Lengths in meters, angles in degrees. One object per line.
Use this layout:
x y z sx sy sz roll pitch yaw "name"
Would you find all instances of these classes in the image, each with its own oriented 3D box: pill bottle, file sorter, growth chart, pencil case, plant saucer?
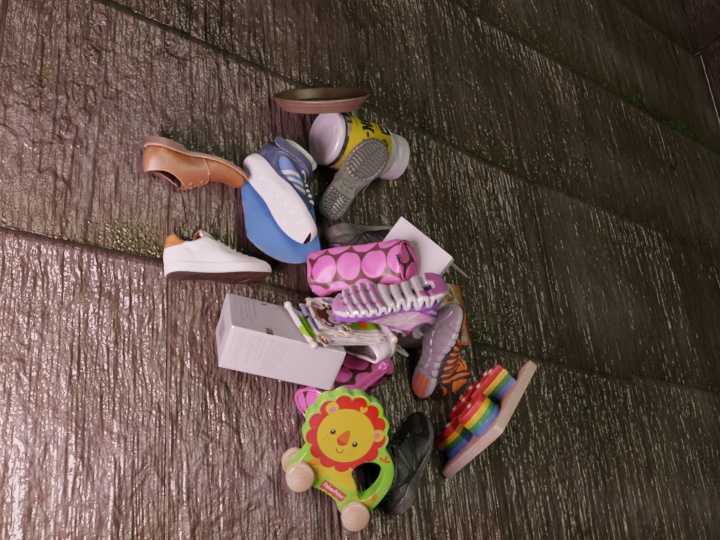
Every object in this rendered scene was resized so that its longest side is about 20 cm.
0.000 -0.255 1.743 0.197 0.114 0.116 10 61 -39 "pill bottle"
0.085 0.036 1.563 0.138 0.201 0.124 40 5 33 "file sorter"
-0.033 0.085 1.410 0.197 0.018 0.145 1 32 -38 "growth chart"
0.000 0.000 1.495 0.091 0.197 0.096 33 54 -56 "pencil case"
-0.021 0.200 1.478 0.199 0.093 0.092 -35 97 -47 "pencil case"
-0.077 -0.341 1.687 0.199 0.198 0.030 -22 119 -46 "plant saucer"

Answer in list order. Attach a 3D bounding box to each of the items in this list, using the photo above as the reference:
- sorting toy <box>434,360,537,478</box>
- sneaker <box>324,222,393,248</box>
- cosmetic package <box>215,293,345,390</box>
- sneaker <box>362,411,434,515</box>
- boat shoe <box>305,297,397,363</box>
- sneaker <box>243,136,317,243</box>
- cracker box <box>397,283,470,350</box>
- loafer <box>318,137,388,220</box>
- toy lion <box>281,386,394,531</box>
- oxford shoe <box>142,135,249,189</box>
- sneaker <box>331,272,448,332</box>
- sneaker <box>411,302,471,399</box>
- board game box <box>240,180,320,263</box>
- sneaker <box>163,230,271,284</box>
0.229 0.270 1.617 0.069 0.199 0.200 39 44 3 "sorting toy"
0.025 -0.030 1.662 0.197 0.076 0.116 0 69 -39 "sneaker"
-0.132 0.117 1.378 0.196 0.082 0.113 13 24 -20 "cosmetic package"
0.065 0.323 1.514 0.114 0.076 0.201 45 50 -23 "sneaker"
-0.032 0.105 1.477 0.069 0.197 0.072 -29 132 -49 "boat shoe"
-0.111 -0.158 1.557 0.146 0.081 0.201 -32 78 -42 "sneaker"
0.129 0.089 1.714 0.198 0.057 0.136 12 61 -39 "cracker box"
-0.021 -0.181 1.656 0.075 0.070 0.201 44 73 -10 "loafer"
-0.021 0.296 1.371 0.199 0.192 0.069 40 4 -19 "toy lion"
-0.290 -0.171 1.472 0.197 0.071 0.073 14 76 -31 "oxford shoe"
0.051 0.068 1.406 0.196 0.090 0.081 -8 39 -8 "sneaker"
0.176 0.157 1.655 0.111 0.203 0.077 5 23 -43 "sneaker"
-0.158 -0.094 1.566 0.156 0.039 0.203 9 57 -35 "board game box"
-0.239 -0.028 1.425 0.197 0.072 0.086 6 66 -39 "sneaker"
